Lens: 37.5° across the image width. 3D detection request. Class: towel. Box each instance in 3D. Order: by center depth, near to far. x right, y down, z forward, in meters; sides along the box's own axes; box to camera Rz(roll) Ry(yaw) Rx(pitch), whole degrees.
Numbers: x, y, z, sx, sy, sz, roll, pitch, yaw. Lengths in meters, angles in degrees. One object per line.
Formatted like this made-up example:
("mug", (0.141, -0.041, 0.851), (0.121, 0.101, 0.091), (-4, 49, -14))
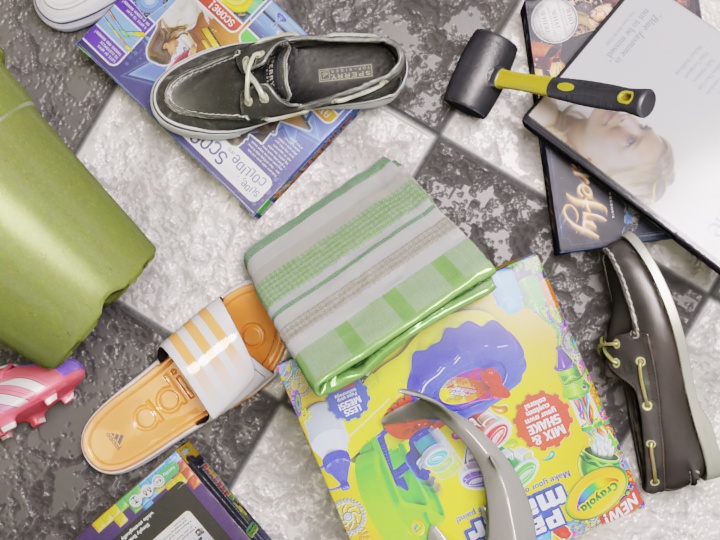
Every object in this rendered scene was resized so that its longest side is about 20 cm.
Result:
("towel", (0.000, 0.000, 0.767), (0.149, 0.200, 0.031), (-34, 124, -1))

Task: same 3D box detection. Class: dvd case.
("dvd case", (0.240, -0.106, 0.783), (0.200, 0.018, 0.143), (40, 90, 16))

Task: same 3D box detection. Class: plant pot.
("plant pot", (-0.262, -0.029, 0.791), (0.190, 0.200, 0.200), (42, 90, -10))

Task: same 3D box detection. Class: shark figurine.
("shark figurine", (0.085, 0.175, 0.684), (0.128, 0.090, 0.215), (-6, 92, 0))

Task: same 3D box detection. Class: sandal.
("sandal", (-0.136, 0.091, 0.829), (0.207, 0.059, 0.079), (-41, 87, 1))

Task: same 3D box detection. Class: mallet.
("mallet", (0.139, -0.144, 0.773), (0.041, 0.200, 0.066), (23, 85, -36))

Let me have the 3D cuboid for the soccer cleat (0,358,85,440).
("soccer cleat", (-0.315, 0.108, 0.837), (0.200, 0.067, 0.077), (-28, 82, 4))

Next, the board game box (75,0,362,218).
("board game box", (-0.108, -0.158, 0.847), (0.200, 0.034, 0.135), (44, 91, 3))

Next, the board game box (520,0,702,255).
("board game box", (0.207, -0.120, 0.832), (0.135, 0.035, 0.201), (-8, 88, 2))

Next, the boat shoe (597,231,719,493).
("boat shoe", (0.214, 0.073, 0.801), (0.060, 0.072, 0.202), (-19, 96, 3))

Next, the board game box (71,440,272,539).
("board game box", (-0.160, 0.261, 0.827), (0.200, 0.057, 0.165), (-40, 89, 0))

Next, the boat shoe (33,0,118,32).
("boat shoe", (-0.189, -0.275, 0.840), (0.074, 0.067, 0.200), (44, 91, 4))

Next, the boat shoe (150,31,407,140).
("boat shoe", (-0.064, -0.146, 0.795), (0.199, 0.064, 0.071), (-10, 88, 3))

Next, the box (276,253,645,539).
("box", (0.071, 0.115, 0.788), (0.200, 0.122, 0.193), (-24, 88, 2))
